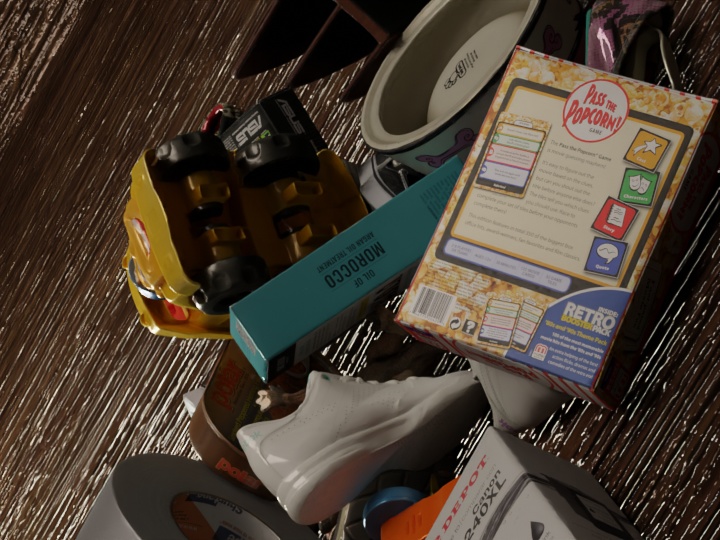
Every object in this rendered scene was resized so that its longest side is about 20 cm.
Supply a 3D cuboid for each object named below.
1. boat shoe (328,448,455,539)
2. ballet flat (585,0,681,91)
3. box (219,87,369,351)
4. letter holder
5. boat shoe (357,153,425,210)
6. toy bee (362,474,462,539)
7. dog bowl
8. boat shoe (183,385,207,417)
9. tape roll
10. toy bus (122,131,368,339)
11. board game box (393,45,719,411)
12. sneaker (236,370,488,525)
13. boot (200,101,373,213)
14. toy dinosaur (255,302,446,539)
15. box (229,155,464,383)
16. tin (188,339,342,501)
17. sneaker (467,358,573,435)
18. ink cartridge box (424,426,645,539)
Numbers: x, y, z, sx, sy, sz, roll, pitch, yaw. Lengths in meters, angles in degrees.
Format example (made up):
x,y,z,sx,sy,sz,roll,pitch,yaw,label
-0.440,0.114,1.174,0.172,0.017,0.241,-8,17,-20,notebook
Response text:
x,y,z,sx,sy,sz,roll,pitch,yaw,label
0.005,0.193,1.583,0.201,0.074,0.073,-67,13,-23,boat shoe
0.179,-0.102,1.518,0.071,0.069,0.201,-8,58,31,ballet flat
-0.070,-0.024,1.895,0.047,0.193,0.200,-31,-5,-40,box
-0.001,-0.200,1.912,0.142,0.101,0.200,-53,-11,32,letter holder
0.046,-0.066,1.809,0.068,0.074,0.199,-44,11,7,boat shoe
0.036,0.193,1.494,0.199,0.109,0.131,-11,44,36,toy bee
0.094,-0.150,1.727,0.200,0.074,0.200,-40,27,24,dog bowl
-0.104,0.114,1.897,0.071,0.072,0.200,-30,11,-7,boat shoe
-0.108,0.219,1.653,0.066,0.200,0.200,-59,20,16,tape roll
-0.116,-0.007,1.755,0.192,0.200,0.136,-37,64,41,toy bus
0.130,-0.030,1.440,0.151,0.046,0.201,20,80,31,board game box
0.005,0.096,1.538,0.088,0.200,0.075,43,132,26,sneaker
-0.065,-0.066,1.964,0.074,0.153,0.204,-57,19,19,boot
0.014,0.099,1.683,0.200,0.136,0.086,-41,65,5,toy dinosaur
0.000,0.000,1.636,0.200,0.049,0.082,-34,-10,-11,box
-0.073,0.111,1.794,0.042,0.112,0.200,-54,6,26,tin
0.092,0.017,1.528,0.100,0.075,0.201,-54,38,46,sneaker
0.098,0.199,1.316,0.146,0.083,0.200,-61,20,9,ink cartridge box
